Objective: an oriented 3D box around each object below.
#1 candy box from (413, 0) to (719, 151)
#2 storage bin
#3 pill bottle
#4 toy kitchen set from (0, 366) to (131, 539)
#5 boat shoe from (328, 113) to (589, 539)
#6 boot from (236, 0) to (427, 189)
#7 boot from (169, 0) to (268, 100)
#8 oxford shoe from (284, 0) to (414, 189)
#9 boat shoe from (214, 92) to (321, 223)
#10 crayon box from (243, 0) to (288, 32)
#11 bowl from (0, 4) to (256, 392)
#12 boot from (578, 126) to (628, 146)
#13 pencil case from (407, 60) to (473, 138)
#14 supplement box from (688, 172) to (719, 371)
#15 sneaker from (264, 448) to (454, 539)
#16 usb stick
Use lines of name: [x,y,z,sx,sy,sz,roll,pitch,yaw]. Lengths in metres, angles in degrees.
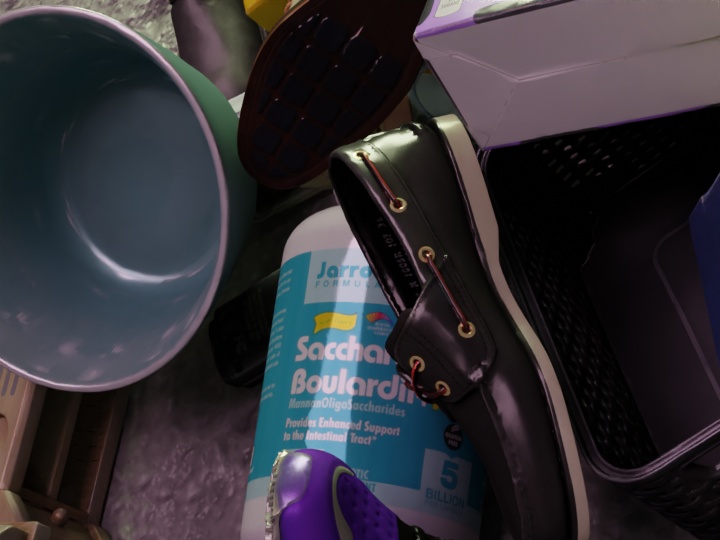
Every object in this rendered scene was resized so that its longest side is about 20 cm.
candy box: [0.131,-0.156,0.689,0.167,0.072,0.201,-9,43,33]
storage bin: [0.147,-0.001,0.695,0.135,0.094,0.201,-36,46,21]
pill bottle: [0.010,0.044,0.765,0.110,0.111,0.201,-8,67,38]
toy kitchen set: [-0.152,0.104,0.846,0.199,0.163,0.182,-8,61,38]
boat shoe: [0.041,0.031,0.677,0.063,0.074,0.202,-15,70,-13]
boot: [0.006,-0.134,0.811,0.200,0.074,0.097,-56,5,25]
boot: [-0.139,-0.187,0.976,0.072,0.200,0.183,-30,49,26]
oxford shoe: [-0.022,-0.135,0.879,0.073,0.071,0.201,-13,62,-1]
boat shoe: [-0.075,-0.056,0.938,0.199,0.072,0.062,-30,48,22]
crayon box: [-0.019,-0.227,1.001,0.125,0.051,0.201,-32,49,24]
bowl: [-0.136,-0.043,0.881,0.199,0.105,0.202,4,101,22]
boot: [0.184,-0.146,0.771,0.155,0.077,0.201,9,65,40]
pencil case: [0.080,-0.167,0.849,0.090,0.083,0.201,-14,54,43]
supplement box: [0.227,0.000,0.533,0.109,0.199,0.110,109,161,-55]
sneaker: [0.036,0.135,0.650,0.099,0.201,0.070,-15,39,20]
usb stick: [0.000,0.000,0.868,0.199,0.033,0.056,-32,56,24]
